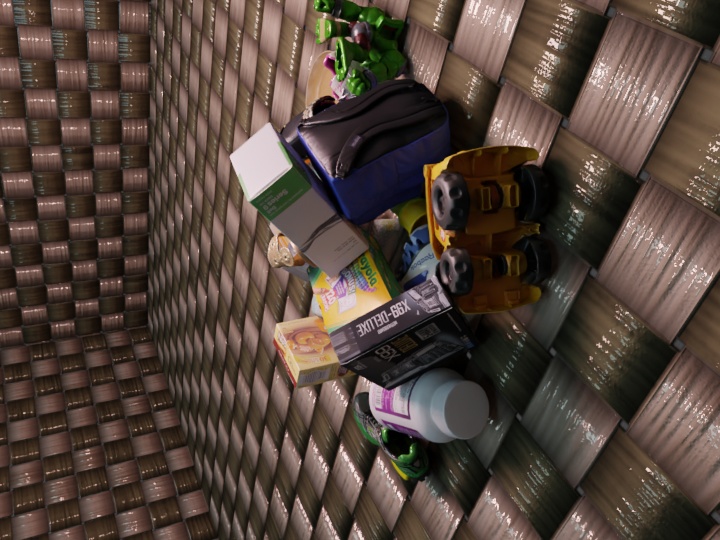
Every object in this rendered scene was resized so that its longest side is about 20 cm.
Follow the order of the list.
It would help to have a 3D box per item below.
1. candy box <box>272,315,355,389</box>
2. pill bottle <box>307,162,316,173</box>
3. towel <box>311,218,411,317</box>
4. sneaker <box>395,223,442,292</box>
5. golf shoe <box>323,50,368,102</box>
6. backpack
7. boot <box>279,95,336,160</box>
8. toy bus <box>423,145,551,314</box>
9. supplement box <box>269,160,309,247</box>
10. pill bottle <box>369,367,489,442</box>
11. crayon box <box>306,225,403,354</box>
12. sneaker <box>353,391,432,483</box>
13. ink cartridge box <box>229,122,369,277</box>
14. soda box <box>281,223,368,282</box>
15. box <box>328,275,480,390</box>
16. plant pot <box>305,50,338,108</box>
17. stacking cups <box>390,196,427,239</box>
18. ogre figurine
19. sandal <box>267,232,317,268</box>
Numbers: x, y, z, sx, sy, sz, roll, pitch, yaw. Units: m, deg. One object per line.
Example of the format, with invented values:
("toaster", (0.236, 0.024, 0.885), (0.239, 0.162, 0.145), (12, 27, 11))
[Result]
("candy box", (-0.045, 0.136, 1.114), (0.116, 0.199, 0.055), (57, 144, 38))
("pill bottle", (-0.064, -0.144, 1.168), (0.120, 0.119, 0.200), (65, 147, 28))
("towel", (0.000, 0.000, 1.068), (0.171, 0.048, 0.201), (7, 70, 61))
("sneaker", (0.104, 0.040, 0.946), (0.115, 0.080, 0.200), (53, 139, 44))
("golf shoe", (-0.008, -0.293, 1.060), (0.075, 0.091, 0.201), (-35, 68, 57))
("backpack", (0.032, -0.180, 0.910), (0.163, 0.200, 0.168), (57, 175, 32))
("boot", (-0.080, -0.258, 1.100), (0.154, 0.204, 0.074), (-29, 104, 41))
("toy bus", (0.145, -0.058, 0.813), (0.192, 0.135, 0.201), (-157, 60, -72))
("supplement box", (-0.135, -0.143, 1.343), (0.126, 0.073, 0.201), (54, 141, 42))
("pill bottle", (0.105, 0.205, 0.952), (0.200, 0.112, 0.113), (-8, 89, 62))
("crayon box", (-0.005, 0.034, 0.952), (0.119, 0.058, 0.200), (-42, 41, 16))
("sneaker", (0.052, 0.277, 1.082), (0.200, 0.078, 0.085), (39, 159, 43))
("ink cartridge box", (-0.090, -0.102, 0.922), (0.084, 0.200, 0.146), (-38, 41, 7))
("soda box", (-0.065, -0.060, 1.120), (0.200, 0.063, 0.068), (-38, 31, 42))
("box", (0.067, 0.094, 0.833), (0.050, 0.157, 0.200), (65, -171, 27))
("plant pot", (-0.055, -0.326, 1.202), (0.200, 0.027, 0.201), (20, 114, 58))
("stacking cups", (0.058, -0.124, 1.009), (0.200, 0.060, 0.061), (53, 140, 42))
("ogre figurine", (0.005, -0.367, 0.987), (0.200, 0.119, 0.098), (59, 148, 38))
("sandal", (-0.120, -0.032, 1.014), (0.078, 0.070, 0.212), (49, -173, -20))
